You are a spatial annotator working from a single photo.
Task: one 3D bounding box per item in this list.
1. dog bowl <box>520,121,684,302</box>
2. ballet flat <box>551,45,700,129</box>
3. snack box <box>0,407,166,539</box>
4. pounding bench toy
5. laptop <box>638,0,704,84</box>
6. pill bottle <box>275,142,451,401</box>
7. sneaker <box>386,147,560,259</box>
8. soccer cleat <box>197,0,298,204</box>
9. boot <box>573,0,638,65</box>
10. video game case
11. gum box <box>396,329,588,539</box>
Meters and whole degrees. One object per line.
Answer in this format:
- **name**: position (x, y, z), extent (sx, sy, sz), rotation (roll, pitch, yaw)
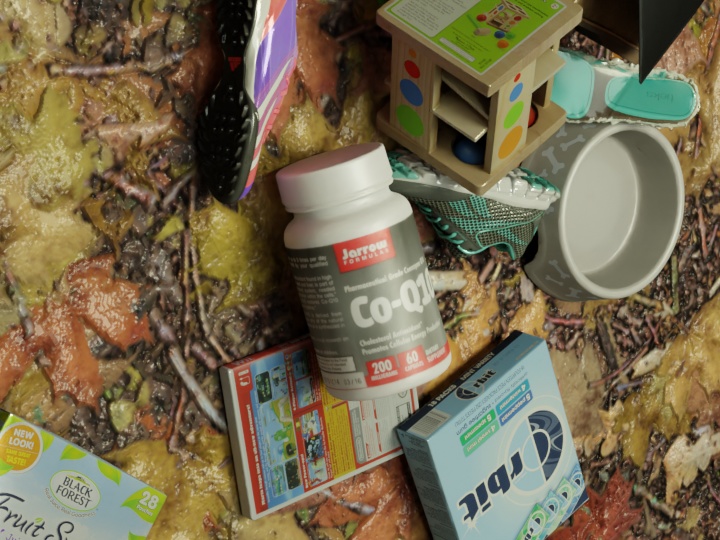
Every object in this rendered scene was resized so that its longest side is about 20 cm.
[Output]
- **dog bowl**: position (0.240, -0.063, 1.721), extent (0.200, 0.059, 0.200), rotation (-9, 105, -37)
- **ballet flat**: position (0.222, -0.170, 1.664), extent (0.200, 0.072, 0.072), rotation (12, 92, -7)
- **snack box**: position (-0.270, 0.225, 1.365), extent (0.169, 0.068, 0.200), rotation (34, 76, -37)
- **pounding bench toy**: position (0.071, -0.188, 1.526), extent (0.124, 0.200, 0.156), rotation (-41, 153, -27)
- **laptop**: position (0.237, -0.308, 1.554), extent (0.200, 0.116, 0.187), rotation (39, 50, 0)
- **pill bottle**: position (0.000, 0.000, 1.495), extent (0.114, 0.114, 0.200), rotation (-24, 104, -33)
- **sneaker**: position (0.091, -0.054, 1.597), extent (0.200, 0.078, 0.091), rotation (9, 108, -32)
- **soccer cleat**: position (-0.084, -0.153, 1.439), extent (0.073, 0.068, 0.200), rotation (3, 95, -43)
- **boot**: position (0.196, -0.256, 1.567), extent (0.200, 0.074, 0.076), rotation (20, 105, -41)
- **video game case**: position (-0.031, 0.123, 1.567), extent (0.200, 0.017, 0.143), rotation (-20, 111, -35)
- **gum box**: position (0.131, 0.187, 1.682), extent (0.170, 0.045, 0.200), rotation (-37, 125, -30)
